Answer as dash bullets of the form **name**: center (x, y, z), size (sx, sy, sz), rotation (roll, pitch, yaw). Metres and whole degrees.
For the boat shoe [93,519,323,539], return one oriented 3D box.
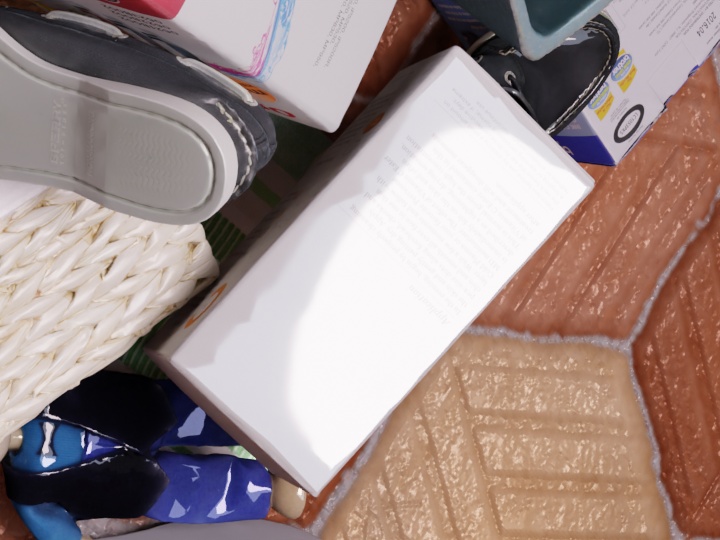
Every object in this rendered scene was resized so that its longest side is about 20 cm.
- **boat shoe**: center (-0.097, 0.181, 1.099), size (0.200, 0.072, 0.066), rotation (-4, 120, -40)

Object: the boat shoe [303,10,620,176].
- **boat shoe**: center (0.063, -0.075, 1.112), size (0.199, 0.066, 0.075), rotation (-28, 115, -7)

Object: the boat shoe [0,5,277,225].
- **boat shoe**: center (-0.132, -0.074, 0.881), size (0.060, 0.200, 0.076), rotation (-40, 151, -58)

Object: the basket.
- **basket**: center (-0.182, -0.005, 0.972), size (0.200, 0.135, 0.124), rotation (-38, 119, -24)

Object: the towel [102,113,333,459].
- **towel**: center (-0.061, 0.015, 1.126), size (0.152, 0.023, 0.200), rotation (40, 74, -31)

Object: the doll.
- **doll**: center (-0.123, 0.084, 1.052), size (0.199, 0.048, 0.137), rotation (4, 91, -30)

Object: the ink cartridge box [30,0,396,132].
- **ink cartridge box**: center (-0.079, -0.170, 0.898), size (0.200, 0.145, 0.145), rotation (29, 83, -61)

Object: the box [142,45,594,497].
- **box**: center (0.000, 0.000, 1.005), size (0.097, 0.124, 0.200), rotation (44, 82, -8)

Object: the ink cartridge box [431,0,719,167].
- **ink cartridge box**: center (0.133, -0.156, 1.203), size (0.137, 0.076, 0.200), rotation (-49, 119, -18)

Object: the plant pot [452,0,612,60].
- **plant pot**: center (0.071, -0.268, 1.051), size (0.196, 0.200, 0.197), rotation (-39, 137, -18)
